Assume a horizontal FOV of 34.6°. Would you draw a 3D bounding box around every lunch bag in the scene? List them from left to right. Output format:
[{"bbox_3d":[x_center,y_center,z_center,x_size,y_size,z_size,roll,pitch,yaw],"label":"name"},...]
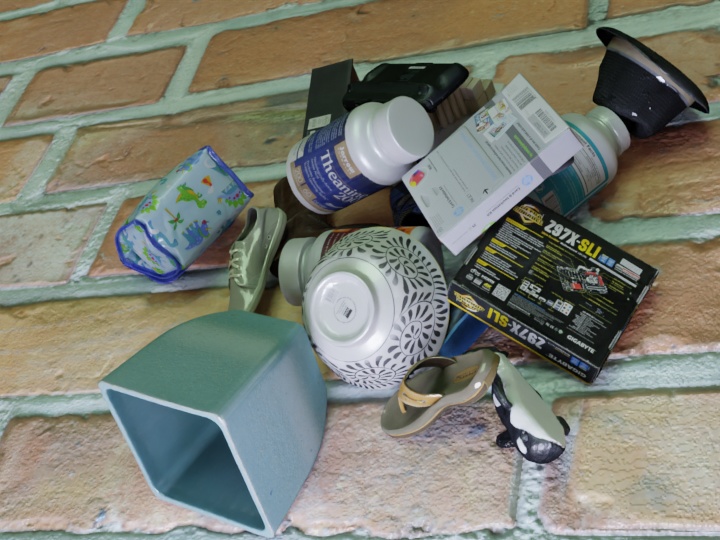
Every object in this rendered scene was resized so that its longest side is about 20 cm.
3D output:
[{"bbox_3d":[-0.272,-0.076,1.720,0.170,0.128,0.200,-47,16,-23],"label":"lunch bag"}]

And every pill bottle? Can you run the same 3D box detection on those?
[{"bbox_3d":[0.000,0.000,1.508,0.199,0.110,0.110,-1,47,26],"label":"pill bottle"},{"bbox_3d":[0.001,-0.155,1.531,0.199,0.111,0.111,-23,33,46],"label":"pill bottle"},{"bbox_3d":[0.258,-0.130,1.510,0.200,0.111,0.111,-38,42,-14],"label":"pill bottle"}]

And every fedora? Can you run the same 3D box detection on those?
[{"bbox_3d":[0.367,-0.239,1.543,0.092,0.200,0.201,-51,41,8],"label":"fedora"}]

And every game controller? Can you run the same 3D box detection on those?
[{"bbox_3d":[0.059,-0.251,1.586,0.104,0.042,0.199,-35,27,-27],"label":"game controller"}]

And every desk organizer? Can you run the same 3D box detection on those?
[{"bbox_3d":[-0.038,-0.233,1.793,0.071,0.077,0.201,-12,43,16],"label":"desk organizer"}]

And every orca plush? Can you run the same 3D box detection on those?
[{"bbox_3d":[0.161,0.160,1.292,0.071,0.105,0.200,-54,42,15],"label":"orca plush"}]

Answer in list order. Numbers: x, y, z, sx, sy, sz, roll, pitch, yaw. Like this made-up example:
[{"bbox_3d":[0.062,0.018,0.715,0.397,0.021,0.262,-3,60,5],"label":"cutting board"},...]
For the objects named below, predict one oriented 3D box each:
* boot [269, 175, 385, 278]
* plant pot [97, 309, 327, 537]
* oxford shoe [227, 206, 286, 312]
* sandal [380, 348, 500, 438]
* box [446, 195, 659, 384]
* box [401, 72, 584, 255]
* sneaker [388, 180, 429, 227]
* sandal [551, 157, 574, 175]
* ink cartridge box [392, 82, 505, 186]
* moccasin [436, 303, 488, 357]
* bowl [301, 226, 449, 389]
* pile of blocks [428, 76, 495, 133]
[{"bbox_3d":[-0.046,-0.086,1.665,0.185,0.064,0.201,-13,38,12],"label":"boot"},{"bbox_3d":[-0.149,0.157,1.372,0.195,0.197,0.200,9,42,34],"label":"plant pot"},{"bbox_3d":[-0.159,-0.002,1.594,0.075,0.058,0.201,-17,52,60],"label":"oxford shoe"},{"bbox_3d":[0.080,0.130,1.315,0.200,0.054,0.081,-34,30,49],"label":"sandal"},{"bbox_3d":[0.225,0.017,1.359,0.199,0.049,0.160,30,61,13],"label":"box"},{"bbox_3d":[0.156,-0.131,1.405,0.200,0.041,0.156,-40,35,10],"label":"box"},{"bbox_3d":[0.111,-0.102,1.551,0.200,0.075,0.079,-40,41,49],"label":"sneaker"},{"bbox_3d":[0.197,-0.168,1.464,0.076,0.043,0.200,-34,35,-7],"label":"sandal"},{"bbox_3d":[0.108,-0.195,1.673,0.199,0.085,0.147,6,51,30],"label":"ink cartridge box"},{"bbox_3d":[0.150,0.018,1.434,0.200,0.081,0.068,-40,46,-16],"label":"moccasin"},{"bbox_3d":[-0.001,0.045,1.392,0.199,0.094,0.202,-1,88,27],"label":"bowl"},{"bbox_3d":[0.088,-0.231,1.608,0.199,0.062,0.082,-28,42,-1],"label":"pile of blocks"}]
